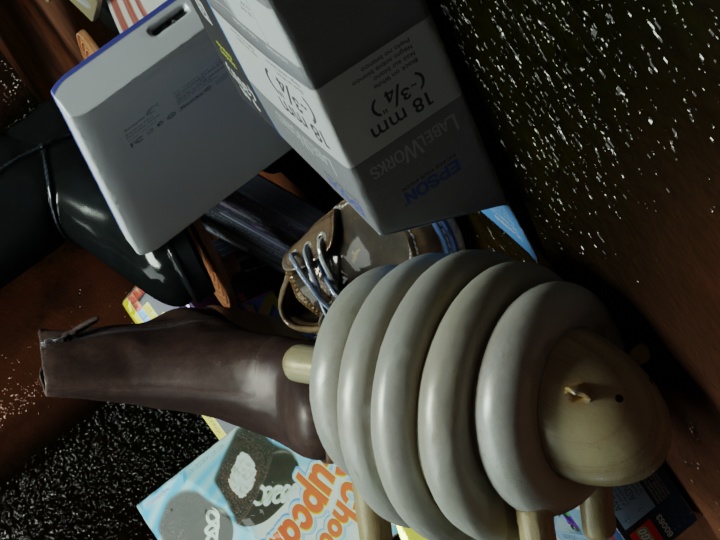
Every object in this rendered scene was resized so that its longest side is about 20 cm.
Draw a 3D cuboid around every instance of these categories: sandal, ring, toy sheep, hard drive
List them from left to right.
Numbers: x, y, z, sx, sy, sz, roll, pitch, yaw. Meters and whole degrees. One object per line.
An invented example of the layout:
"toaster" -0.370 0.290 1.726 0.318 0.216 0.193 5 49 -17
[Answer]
"ring" -0.125 -0.065 1.171 0.201 0.019 0.201 59 172 13
"hard drive" -0.085 -0.086 0.971 0.025 0.132 0.200 50 171 16
"sandal" -0.099 -0.098 1.151 0.200 0.045 0.075 39 172 -34
"toy sheep" 0.043 0.056 0.790 0.198 0.138 0.138 4 139 35

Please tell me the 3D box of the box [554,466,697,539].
"box" 0.084 0.080 0.950 0.137 0.038 0.200 55 167 -3

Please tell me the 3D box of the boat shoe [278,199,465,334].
"boat shoe" 0.000 0.000 0.984 0.073 0.072 0.200 56 163 8

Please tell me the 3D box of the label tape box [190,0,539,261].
"label tape box" -0.011 -0.087 0.801 0.144 0.063 0.201 46 167 48

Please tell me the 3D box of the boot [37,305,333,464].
"boot" -0.100 0.069 1.068 0.200 0.165 0.073 -141 49 -70

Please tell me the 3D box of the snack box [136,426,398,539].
"snack box" -0.043 0.147 1.191 0.117 0.200 0.037 55 -152 8

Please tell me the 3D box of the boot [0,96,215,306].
"boot" -0.195 -0.020 1.116 0.199 0.162 0.074 55 172 32

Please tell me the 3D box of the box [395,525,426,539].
"box" 0.039 0.107 1.083 0.075 0.050 0.201 28 -144 -59

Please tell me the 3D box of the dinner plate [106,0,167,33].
"dinner plate" -0.124 -0.198 0.974 0.200 0.024 0.202 164 90 -76

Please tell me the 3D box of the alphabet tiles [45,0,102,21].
"alphabet tiles" -0.215 -0.227 1.032 0.200 0.006 0.166 44 161 0

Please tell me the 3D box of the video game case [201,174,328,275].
"video game case" -0.042 -0.019 1.191 0.142 0.019 0.200 29 169 0

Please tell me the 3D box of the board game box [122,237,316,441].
"board game box" -0.048 0.065 1.297 0.201 0.057 0.165 52 -146 9
